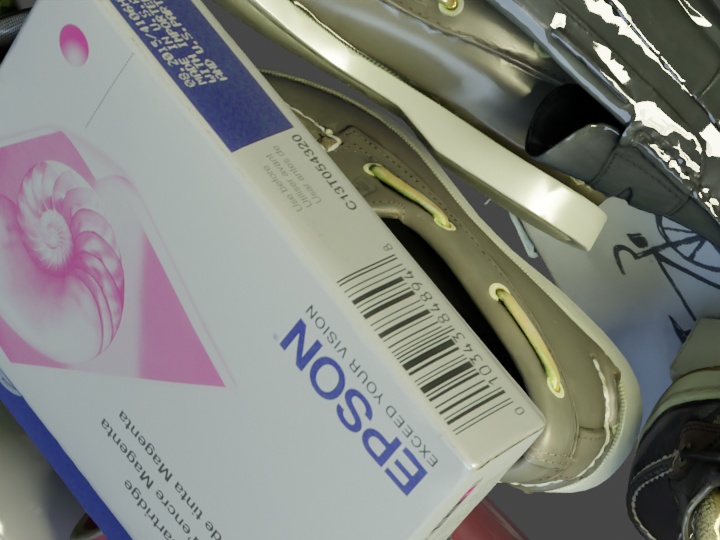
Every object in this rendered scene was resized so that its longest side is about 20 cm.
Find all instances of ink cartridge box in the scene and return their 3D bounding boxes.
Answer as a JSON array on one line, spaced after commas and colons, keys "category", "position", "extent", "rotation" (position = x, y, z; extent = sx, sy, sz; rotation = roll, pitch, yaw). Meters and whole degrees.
[{"category": "ink cartridge box", "position": [-0.060, 0.032, 0.777], "extent": [0.196, 0.043, 0.200], "rotation": [50, 133, 14]}]

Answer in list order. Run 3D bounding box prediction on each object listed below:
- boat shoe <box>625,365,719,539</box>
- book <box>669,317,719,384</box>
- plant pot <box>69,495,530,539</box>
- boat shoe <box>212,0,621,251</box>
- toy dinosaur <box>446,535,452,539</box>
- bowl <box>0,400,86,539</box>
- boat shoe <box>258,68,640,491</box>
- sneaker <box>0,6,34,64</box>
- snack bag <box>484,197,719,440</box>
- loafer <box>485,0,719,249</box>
[{"category": "boat shoe", "position": [0.123, 0.070, 0.748], "extent": [0.073, 0.065, 0.200], "rotation": [40, 160, -5]}, {"category": "book", "position": [0.183, 0.109, 0.848], "extent": [0.133, 0.048, 0.200], "rotation": [14, 141, 31]}, {"category": "plant pot", "position": [-0.013, 0.140, 0.985], "extent": [0.179, 0.200, 0.200], "rotation": [55, 145, -7]}, {"category": "boat shoe", "position": [0.003, -0.086, 0.771], "extent": [0.202, 0.060, 0.072], "rotation": [35, 180, -2]}, {"category": "toy dinosaur", "position": [-0.008, 0.081, 0.842], "extent": [0.136, 0.102, 0.200], "rotation": [117, 137, -66]}, {"category": "bowl", "position": [-0.135, 0.112, 1.113], "extent": [0.200, 0.075, 0.200], "rotation": [53, 161, -28]}, {"category": "boat shoe", "position": [0.002, -0.002, 0.812], "extent": [0.202, 0.072, 0.060], "rotation": [40, -164, 22]}, {"category": "sneaker", "position": [-0.083, -0.029, 0.906], "extent": [0.200, 0.076, 0.114], "rotation": [22, 149, 21]}, {"category": "snack bag", "position": [0.158, 0.031, 0.829], "extent": [0.200, 0.021, 0.189], "rotation": [1, 136, 40]}, {"category": "loafer", "position": [0.079, -0.050, 0.718], "extent": [0.201, 0.070, 0.068], "rotation": [52, -175, -15]}]
